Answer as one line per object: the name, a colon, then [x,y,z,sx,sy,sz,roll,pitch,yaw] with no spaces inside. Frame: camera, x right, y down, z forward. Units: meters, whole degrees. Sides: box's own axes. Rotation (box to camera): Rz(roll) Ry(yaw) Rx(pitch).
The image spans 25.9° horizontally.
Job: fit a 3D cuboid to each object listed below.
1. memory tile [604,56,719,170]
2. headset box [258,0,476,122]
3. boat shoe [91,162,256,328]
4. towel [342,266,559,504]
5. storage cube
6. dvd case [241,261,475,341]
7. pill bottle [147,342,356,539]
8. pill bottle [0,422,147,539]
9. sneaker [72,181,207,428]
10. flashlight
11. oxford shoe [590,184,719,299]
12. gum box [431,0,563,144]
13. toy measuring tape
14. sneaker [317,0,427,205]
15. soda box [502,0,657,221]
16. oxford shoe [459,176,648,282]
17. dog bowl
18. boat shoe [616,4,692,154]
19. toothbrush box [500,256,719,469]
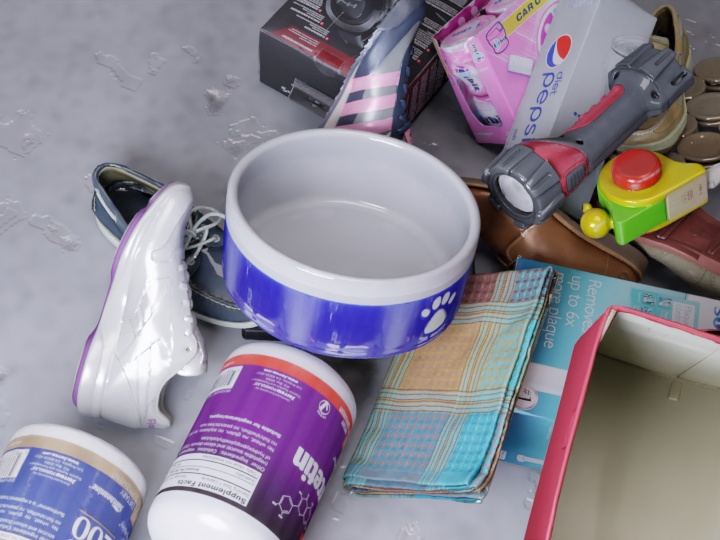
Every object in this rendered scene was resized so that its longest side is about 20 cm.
memory tile: [0.302,-0.136,1.427,0.199,0.017,0.153,-23,36,-19]
headset box: [0.009,-0.214,1.451,0.148,0.077,0.200,29,59,15]
boat shoe: [-0.150,-0.025,1.309,0.075,0.062,0.200,-40,63,-20]
towel: [0.069,0.086,1.221,0.146,0.022,0.201,-6,53,45]
storage cube: [0.217,0.142,1.090,0.170,0.180,0.201,15,81,3]
dvd case: [0.000,0.000,1.340,0.199,0.018,0.143,3,55,-4]
pill bottle: [-0.086,0.160,1.166,0.112,0.113,0.201,20,57,8]
pill bottle: [-0.237,0.219,1.113,0.110,0.111,0.201,17,56,6]
sneaker: [-0.157,0.030,1.242,0.099,0.075,0.201,18,94,-1]
flashlight: [0.188,-0.117,1.303,0.200,0.068,0.068,-43,97,-26]
oxford shoe: [0.276,-0.018,1.349,0.070,0.075,0.200,-37,46,-21]
gum box: [0.160,-0.212,1.432,0.200,0.114,0.066,-43,29,-28]
toy measuring tape: [0.265,-0.084,1.317,0.199,0.074,0.074,-29,62,-12]
sneaker: [0.021,-0.140,1.338,0.082,0.201,0.070,29,16,4]
soda box: [0.187,-0.146,1.371,0.068,0.063,0.201,27,78,-28]
oxford shoe: [0.143,-0.019,1.329,0.199,0.071,0.072,26,73,4]
dog bowl: [-0.009,-0.025,1.231,0.199,0.079,0.201,6,39,-5]
boat shoe: [0.260,-0.177,1.415,0.071,0.077,0.200,0,35,15]
toothbrush box: [0.205,0.090,1.257,0.199,0.085,0.147,13,56,3]
